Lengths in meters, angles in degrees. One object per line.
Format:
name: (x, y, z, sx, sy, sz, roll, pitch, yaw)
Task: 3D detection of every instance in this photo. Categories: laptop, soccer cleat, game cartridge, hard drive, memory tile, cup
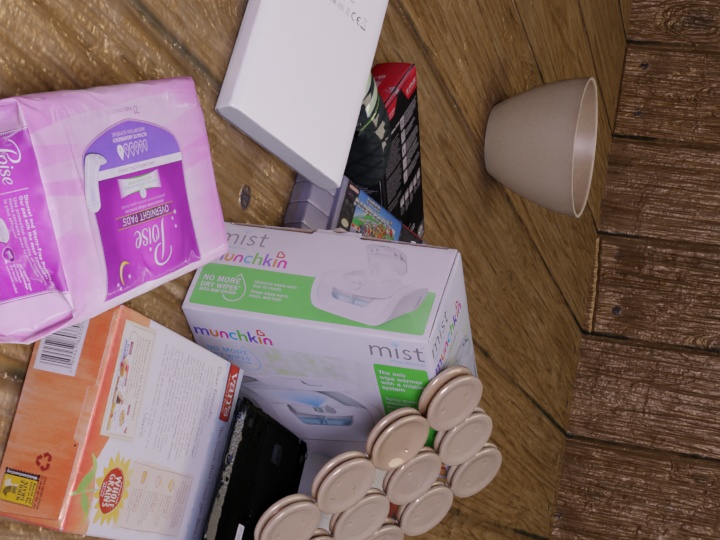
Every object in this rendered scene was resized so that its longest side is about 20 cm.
laptop: (-0.110, 0.200, 0.906, 0.200, 0.102, 0.180, 50, 49, -61)
soccer cleat: (-0.017, -0.167, 1.107, 0.081, 0.067, 0.203, -38, 127, -51)
game cartridge: (0.000, 0.000, 1.139, 0.199, 0.038, 0.131, 36, 64, -42)
hard drive: (-0.041, -0.186, 0.998, 0.131, 0.026, 0.203, 34, 62, -41)
memory tile: (0.018, 0.166, 0.910, 0.199, 0.017, 0.154, -35, 140, -11)
cup: (0.261, -0.187, 1.794, 0.200, 0.141, 0.204, 8, 90, -71)

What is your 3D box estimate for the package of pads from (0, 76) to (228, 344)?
package of pads: (-0.150, -0.041, 0.697, 0.200, 0.075, 0.122, -32, 111, -68)

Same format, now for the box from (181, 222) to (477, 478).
box: (-0.016, 0.061, 0.968, 0.178, 0.197, 0.097, 77, 27, -47)

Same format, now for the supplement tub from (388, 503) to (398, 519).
supplement tub: (-0.040, 0.278, 1.121, 0.201, 0.105, 0.108, -65, 154, -44)

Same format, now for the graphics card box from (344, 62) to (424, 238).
graphics card box: (0.024, -0.096, 1.262, 0.126, 0.050, 0.202, -59, 149, -51)

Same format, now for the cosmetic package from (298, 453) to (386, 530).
cosmetic package: (-0.029, 0.168, 1.062, 0.074, 0.101, 0.201, 56, 47, -30)

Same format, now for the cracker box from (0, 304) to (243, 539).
cracker box: (-0.151, 0.106, 0.802, 0.200, 0.057, 0.136, 44, 57, -66)
